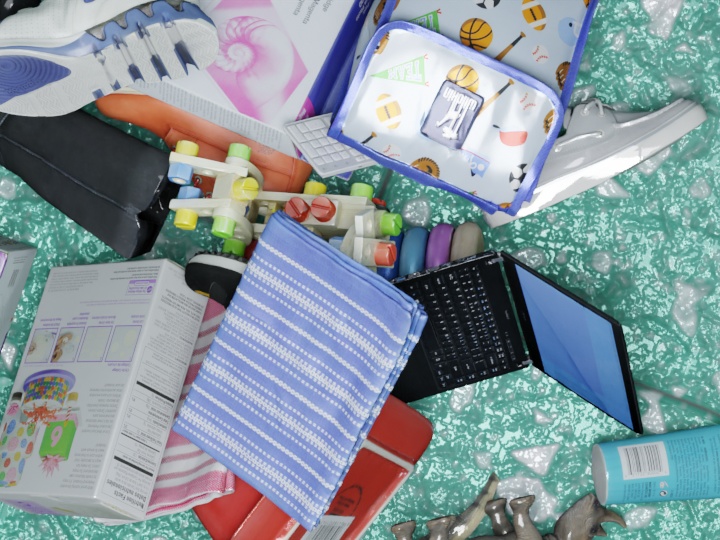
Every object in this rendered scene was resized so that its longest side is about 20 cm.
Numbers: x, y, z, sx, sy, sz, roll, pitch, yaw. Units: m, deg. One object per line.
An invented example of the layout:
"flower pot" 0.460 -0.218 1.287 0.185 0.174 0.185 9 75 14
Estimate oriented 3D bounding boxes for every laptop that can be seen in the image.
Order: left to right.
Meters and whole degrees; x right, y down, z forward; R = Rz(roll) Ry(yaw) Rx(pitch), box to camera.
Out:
"laptop" 0.106 0.075 1.523 0.199 0.177 0.104 -16 54 4

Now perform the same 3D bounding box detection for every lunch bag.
"lunch bag" 0.080 -0.158 1.514 0.169 0.124 0.201 24 69 -6

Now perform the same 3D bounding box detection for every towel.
"towel" -0.146 0.100 1.543 0.146 0.030 0.201 -18 53 38
"towel" -0.048 0.074 1.413 0.145 0.024 0.201 34 111 20

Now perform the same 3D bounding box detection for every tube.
"tube" 0.292 0.158 1.592 0.199 0.050 0.078 -5 96 -6

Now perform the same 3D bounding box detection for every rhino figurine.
"rhino figurine" 0.128 0.230 1.580 0.199 0.060 0.088 -11 88 -19

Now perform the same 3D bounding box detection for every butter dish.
"butter dish" -0.064 0.153 1.562 0.148 0.200 0.200 38 91 25

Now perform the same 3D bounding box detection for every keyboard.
"keyboard" 0.029 -0.115 1.543 0.056 0.199 0.011 56 139 21

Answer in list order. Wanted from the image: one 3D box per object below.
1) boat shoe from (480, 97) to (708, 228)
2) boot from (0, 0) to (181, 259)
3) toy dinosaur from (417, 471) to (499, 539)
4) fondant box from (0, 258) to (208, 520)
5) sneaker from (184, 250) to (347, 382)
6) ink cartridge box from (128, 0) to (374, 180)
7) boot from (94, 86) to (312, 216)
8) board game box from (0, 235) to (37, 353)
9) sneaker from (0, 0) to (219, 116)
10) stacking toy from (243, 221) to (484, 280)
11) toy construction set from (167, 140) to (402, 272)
"boat shoe" 0.183 -0.103 1.583 0.199 0.072 0.069 -25 90 13
"boot" -0.229 -0.123 1.558 0.200 0.066 0.165 34 126 22
"toy dinosaur" 0.052 0.259 1.610 0.200 0.047 0.088 -33 83 1
"fondant box" -0.211 0.094 1.544 0.144 0.058 0.201 -3 63 42
"sneaker" -0.065 0.047 1.467 0.199 0.070 0.090 17 86 32
"ink cartridge box" -0.061 -0.197 1.564 0.199 0.043 0.197 23 66 3
"boot" -0.135 -0.104 1.598 0.199 0.075 0.108 15 101 5
"board game box" -0.387 -0.004 1.597 0.199 0.105 0.103 21 93 3
"sneaker" -0.209 -0.196 1.505 0.198 0.081 0.116 -11 53 4
"stacking toy" 0.000 0.000 1.594 0.199 0.085 0.086 2 92 10
"toy construction set" -0.046 -0.042 1.505 0.199 0.131 0.092 20 79 28
